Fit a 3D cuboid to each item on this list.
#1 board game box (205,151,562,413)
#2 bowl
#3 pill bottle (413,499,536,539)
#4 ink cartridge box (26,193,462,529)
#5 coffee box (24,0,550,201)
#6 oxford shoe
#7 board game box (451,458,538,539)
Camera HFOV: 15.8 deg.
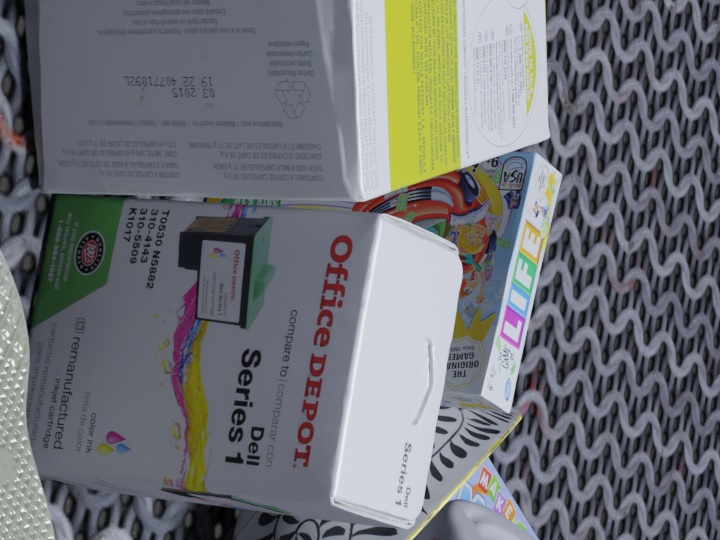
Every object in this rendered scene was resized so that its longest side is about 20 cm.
[{"bbox_3d":[0.000,0.000,1.394,0.034,0.200,0.135,34,64,-55],"label":"board game box"},{"bbox_3d":[-0.010,0.123,1.462,0.094,0.201,0.201,44,41,4],"label":"bowl"},{"bbox_3d":[0.035,0.241,1.484,0.200,0.120,0.120,-51,150,13],"label":"pill bottle"},{"bbox_3d":[-0.064,0.043,1.296,0.084,0.200,0.145,24,73,-57],"label":"ink cartridge box"},{"bbox_3d":[-0.036,-0.150,1.318,0.198,0.200,0.200,-21,111,-56],"label":"coffee box"},{"bbox_3d":[-0.192,0.069,1.234,0.075,0.058,0.200,-3,81,-52],"label":"oxford shoe"},{"bbox_3d":[0.047,0.219,1.652,0.151,0.037,0.200,58,46,-43],"label":"board game box"}]
